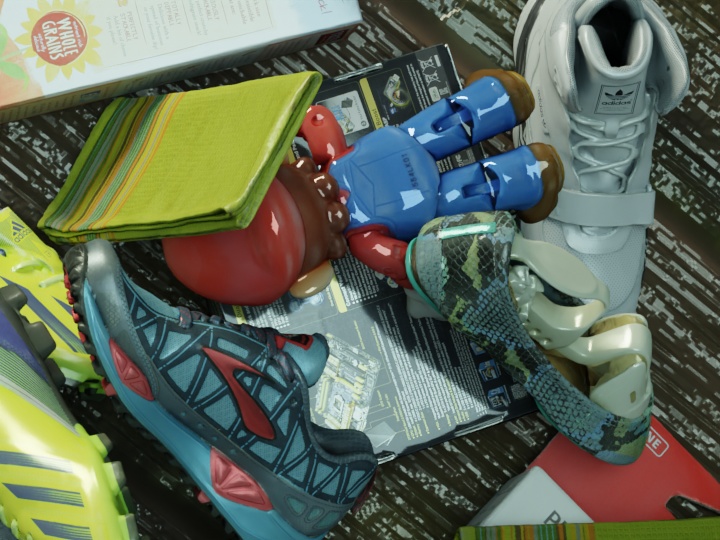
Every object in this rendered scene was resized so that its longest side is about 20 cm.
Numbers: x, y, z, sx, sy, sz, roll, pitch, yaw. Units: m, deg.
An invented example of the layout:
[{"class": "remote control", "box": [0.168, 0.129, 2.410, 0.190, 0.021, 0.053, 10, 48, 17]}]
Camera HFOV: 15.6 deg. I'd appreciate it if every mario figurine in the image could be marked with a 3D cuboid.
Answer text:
[{"class": "mario figurine", "box": [-0.007, -0.036, 1.319, 0.200, 0.106, 0.123, -18, 46, -19]}]

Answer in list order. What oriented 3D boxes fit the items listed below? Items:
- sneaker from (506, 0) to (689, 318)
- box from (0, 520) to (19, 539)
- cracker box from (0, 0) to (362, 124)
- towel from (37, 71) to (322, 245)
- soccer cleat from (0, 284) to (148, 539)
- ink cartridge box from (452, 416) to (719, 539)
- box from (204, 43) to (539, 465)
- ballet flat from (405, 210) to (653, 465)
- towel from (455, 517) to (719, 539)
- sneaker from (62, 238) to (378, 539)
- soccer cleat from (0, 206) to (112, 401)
[{"class": "sneaker", "box": [0.121, -0.061, 1.357, 0.075, 0.115, 0.200, -1, 84, -9]}, {"class": "box", "box": [-0.110, 0.235, 1.284, 0.197, 0.117, 0.200, 14, 80, -7]}, {"class": "cracker box", "box": [-0.113, -0.164, 1.360, 0.200, 0.058, 0.134, -14, 87, -10]}, {"class": "towel", "box": [-0.092, -0.055, 1.282, 0.018, 0.200, 0.086, 33, 72, -27]}, {"class": "soccer cleat", "box": [-0.159, 0.091, 1.216, 0.084, 0.065, 0.200, -25, 54, -13]}, {"class": "ink cartridge box", "box": [0.150, 0.176, 1.355, 0.200, 0.045, 0.176, 45, 68, -2]}, {"class": "box", "box": [0.000, 0.000, 1.365, 0.161, 0.049, 0.200, -19, 87, -13]}, {"class": "ballet flat", "box": [0.105, 0.034, 1.300, 0.200, 0.074, 0.074, 37, 77, -40]}, {"class": "towel", "box": [0.145, 0.167, 1.314, 0.200, 0.018, 0.086, -1, 76, -17]}, {"class": "sneaker", "box": [-0.064, 0.048, 1.272, 0.096, 0.079, 0.200, -36, 118, 4]}, {"class": "soccer cleat", "box": [-0.168, 0.013, 1.327, 0.200, 0.065, 0.084, 17, 79, -7]}]
